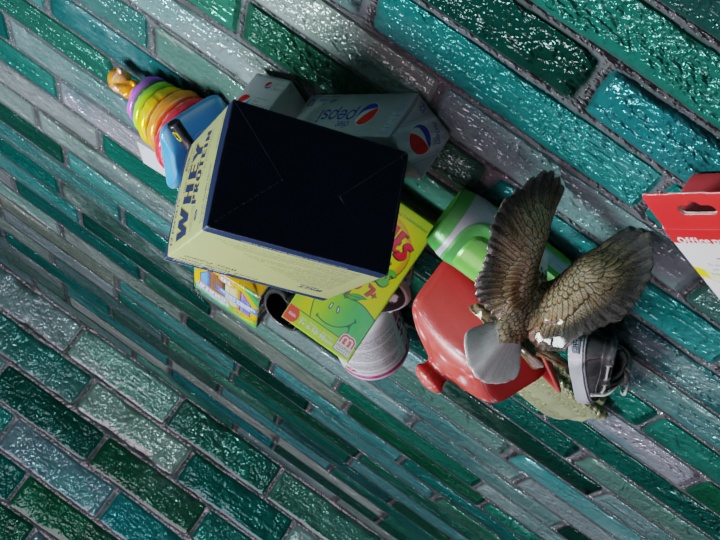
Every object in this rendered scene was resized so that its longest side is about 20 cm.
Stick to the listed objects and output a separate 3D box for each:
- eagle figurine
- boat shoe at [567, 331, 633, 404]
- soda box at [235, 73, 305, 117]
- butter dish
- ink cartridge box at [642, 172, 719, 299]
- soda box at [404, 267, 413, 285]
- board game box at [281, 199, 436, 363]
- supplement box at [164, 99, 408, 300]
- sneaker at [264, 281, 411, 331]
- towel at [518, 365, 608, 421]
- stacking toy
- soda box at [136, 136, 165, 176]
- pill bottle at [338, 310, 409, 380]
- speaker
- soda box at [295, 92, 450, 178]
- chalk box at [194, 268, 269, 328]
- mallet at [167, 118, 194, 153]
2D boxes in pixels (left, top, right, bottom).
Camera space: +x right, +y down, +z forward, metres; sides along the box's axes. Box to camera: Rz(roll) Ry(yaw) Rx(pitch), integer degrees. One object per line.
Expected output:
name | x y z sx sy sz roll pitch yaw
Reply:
eagle figurine | 0.187 0.013 1.333 0.200 0.150 0.152 -56 45 48
boat shoe | 0.294 0.116 1.546 0.067 0.074 0.200 7 158 18
soda box | -0.078 -0.142 1.554 0.063 0.068 0.201 19 154 40
butter dish | 0.131 0.090 1.569 0.200 0.147 0.200 49 178 29
ink cartridge box | 0.351 -0.024 1.126 0.200 0.068 0.116 46 158 -26
soda box | -0.026 -0.027 1.726 0.199 0.064 0.068 30 158 14
board game box | 0.000 0.000 1.575 0.101 0.201 0.048 34 -171 2
supplement box | -0.083 -0.067 1.364 0.198 0.136 0.200 15 166 -18
sneaker | -0.036 0.042 1.646 0.198 0.099 0.071 6 123 30
towel | 0.236 0.142 1.754 0.199 0.037 0.148 40 160 -11
stacking toy | -0.272 -0.215 1.713 0.199 0.109 0.117 38 149 28
soda box | -0.218 -0.142 1.821 0.199 0.064 0.068 31 161 12
pill bottle | 0.002 0.068 1.859 0.113 0.114 0.201 26 159 25
speaker | 0.174 -0.004 1.447 0.199 0.089 0.088 37 161 -2
soda box | 0.005 -0.151 1.422 0.199 0.064 0.068 10 149 52
chalk box | -0.175 -0.006 1.973 0.123 0.125 0.200 34 160 4
mallet | -0.166 -0.094 1.495 0.201 0.041 0.066 52 154 -22
